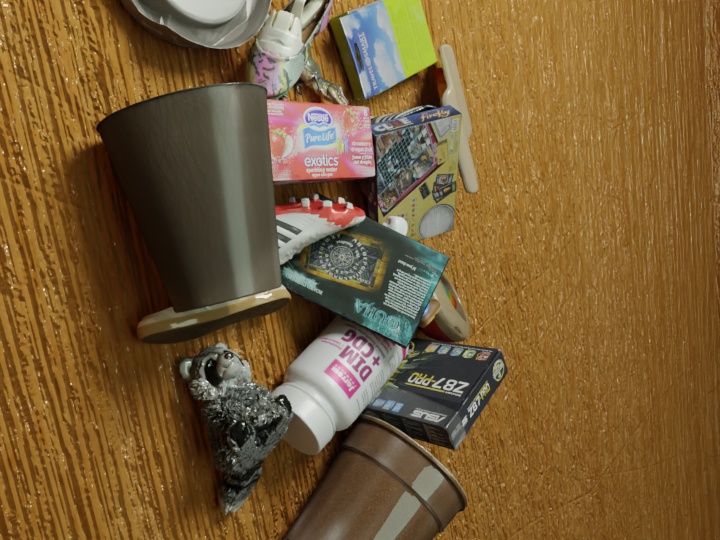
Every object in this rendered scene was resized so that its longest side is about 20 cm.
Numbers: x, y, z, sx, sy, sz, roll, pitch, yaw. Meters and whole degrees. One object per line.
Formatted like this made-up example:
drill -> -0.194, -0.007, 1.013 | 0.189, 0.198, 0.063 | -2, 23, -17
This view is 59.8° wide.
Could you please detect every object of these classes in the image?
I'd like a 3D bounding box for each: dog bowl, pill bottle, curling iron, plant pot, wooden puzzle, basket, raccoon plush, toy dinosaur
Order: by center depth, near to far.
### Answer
basket -> -0.157, -0.067, 0.643 | 0.136, 0.180, 0.201 | -26, 102, -81
dog bowl -> -0.193, -0.346, 0.701 | 0.200, 0.059, 0.201 | -2, 93, -46
raccoon plush -> -0.174, 0.185, 0.745 | 0.097, 0.134, 0.200 | -4, 126, -61
toy dinosaur -> -0.096, -0.278, 0.820 | 0.200, 0.047, 0.088 | 52, 53, -29
pill bottle -> -0.032, 0.142, 0.846 | 0.200, 0.113, 0.114 | -46, 122, -36
plant pot -> 0.009, 0.339, 0.854 | 0.198, 0.200, 0.201 | -47, 124, -25
curling iron -> 0.016, -0.132, 0.952 | 0.050, 0.026, 0.200 | -55, 128, -27
wooden puzzle -> 0.155, -0.251, 1.034 | 0.200, 0.037, 0.185 | -82, 155, -49

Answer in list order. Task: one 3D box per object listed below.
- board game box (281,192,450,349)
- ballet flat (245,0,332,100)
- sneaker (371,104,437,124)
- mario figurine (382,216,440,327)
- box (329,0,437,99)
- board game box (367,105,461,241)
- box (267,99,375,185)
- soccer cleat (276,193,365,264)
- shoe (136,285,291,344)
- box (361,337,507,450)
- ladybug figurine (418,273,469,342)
board game box -> 0.000, 0.000, 0.828 | 0.136, 0.200, 0.028 | -63, 177, -8
ballet flat -> -0.082, -0.290, 0.749 | 0.069, 0.071, 0.200 | 24, 54, -2
sneaker -> 0.100, -0.209, 0.974 | 0.200, 0.115, 0.076 | -8, 97, -47
mario figurine -> 0.031, -0.005, 0.911 | 0.123, 0.106, 0.200 | -39, 97, -9
box -> 0.034, -0.344, 0.949 | 0.200, 0.048, 0.122 | -40, 119, -39
board game box -> 0.077, -0.130, 0.917 | 0.135, 0.035, 0.200 | -18, 132, -18
box -> -0.084, -0.158, 0.792 | 0.200, 0.100, 0.096 | -11, 99, -45
soccer cleat -> -0.090, -0.046, 0.783 | 0.199, 0.069, 0.085 | -8, 109, -21
shoe -> -0.173, 0.040, 0.737 | 0.200, 0.070, 0.053 | -15, 74, -45
box -> 0.090, 0.169, 0.915 | 0.161, 0.200, 0.049 | -45, 123, -35
ladybug figurine -> 0.115, 0.052, 1.007 | 0.200, 0.072, 0.136 | 46, 22, -50
